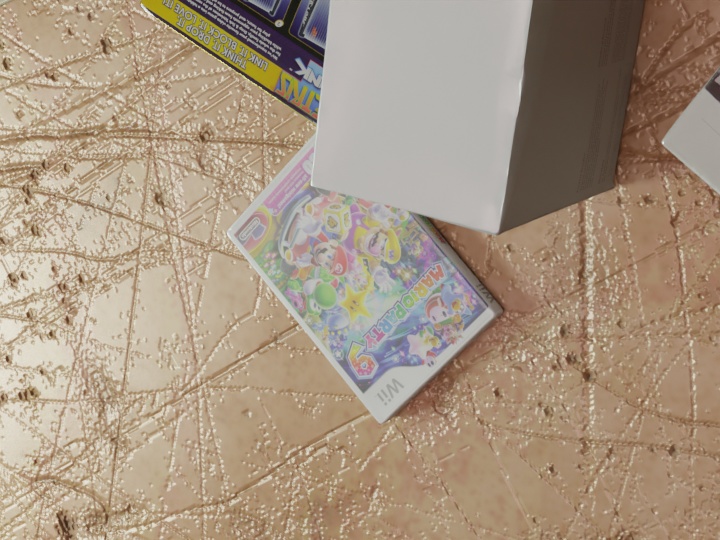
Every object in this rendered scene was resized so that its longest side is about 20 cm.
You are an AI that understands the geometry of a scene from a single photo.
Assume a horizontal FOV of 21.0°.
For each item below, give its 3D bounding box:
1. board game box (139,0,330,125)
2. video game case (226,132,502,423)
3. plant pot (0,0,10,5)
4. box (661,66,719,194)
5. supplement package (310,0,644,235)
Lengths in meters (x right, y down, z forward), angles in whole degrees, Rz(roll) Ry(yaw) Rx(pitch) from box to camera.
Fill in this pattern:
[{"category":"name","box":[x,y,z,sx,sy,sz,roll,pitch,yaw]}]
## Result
[{"category":"board game box","box":[-0.052,-0.223,1.462,0.200,0.057,0.165,35,119,19]},{"category":"video game case","box":[0.000,0.000,1.505,0.200,0.018,0.143,50,120,11]},{"category":"plant pot","box":[-0.338,-0.318,1.537,0.200,0.200,0.177,-17,82,32]},{"category":"box","box":[0.325,-0.074,1.190,0.199,0.200,0.131,44,118,14]},{"category":"supplement package","box":[0.085,-0.145,1.315,0.147,0.200,0.191,16,108,26]}]
